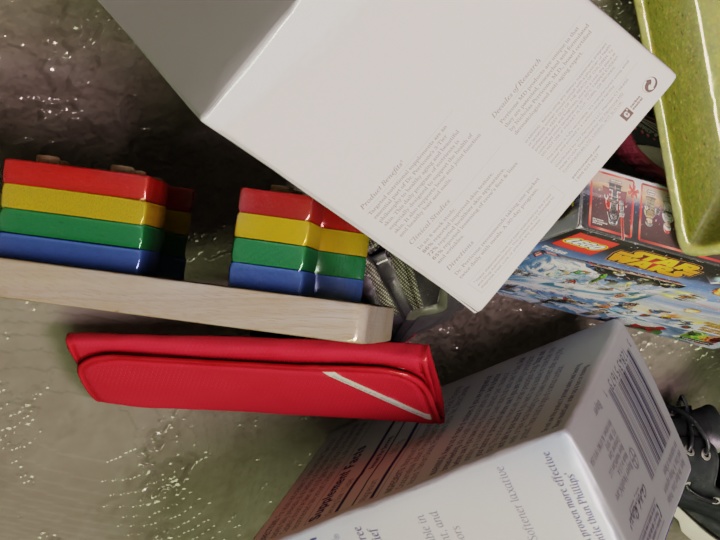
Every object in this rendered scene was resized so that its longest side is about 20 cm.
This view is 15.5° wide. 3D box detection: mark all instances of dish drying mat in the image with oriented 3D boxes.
[{"bbox_3d":[-0.057,0.059,1.436,0.199,0.018,0.077,2,152,11],"label":"dish drying mat"}]

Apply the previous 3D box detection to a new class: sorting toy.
[{"bbox_3d":[-0.085,-0.011,1.308,0.199,0.199,0.070,7,89,4],"label":"sorting toy"}]

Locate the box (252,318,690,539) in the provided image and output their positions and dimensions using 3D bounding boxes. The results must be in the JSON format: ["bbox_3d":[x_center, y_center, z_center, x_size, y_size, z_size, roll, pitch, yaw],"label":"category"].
[{"bbox_3d":[0.063,0.133,1.454,0.200,0.184,0.105,-23,100,21],"label":"box"}]

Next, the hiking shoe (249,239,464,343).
[{"bbox_3d":[0.000,0.000,1.424,0.100,0.076,0.200,9,129,-30],"label":"hiking shoe"}]

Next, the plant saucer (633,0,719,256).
[{"bbox_3d":[0.245,-0.122,1.345,0.199,0.048,0.200,-9,105,12],"label":"plant saucer"}]

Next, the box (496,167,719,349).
[{"bbox_3d":[0.161,-0.005,1.452,0.200,0.040,0.137,14,162,-30],"label":"box"}]

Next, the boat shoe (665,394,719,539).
[{"bbox_3d":[0.195,0.110,1.596,0.066,0.075,0.199,-37,133,13],"label":"boat shoe"}]

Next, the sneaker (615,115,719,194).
[{"bbox_3d":[0.234,-0.076,1.444,0.199,0.081,0.075,-1,101,-14],"label":"sneaker"}]

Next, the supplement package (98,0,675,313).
[{"bbox_3d":[0.009,-0.113,1.248,0.200,0.151,0.152,34,99,-39],"label":"supplement package"}]
